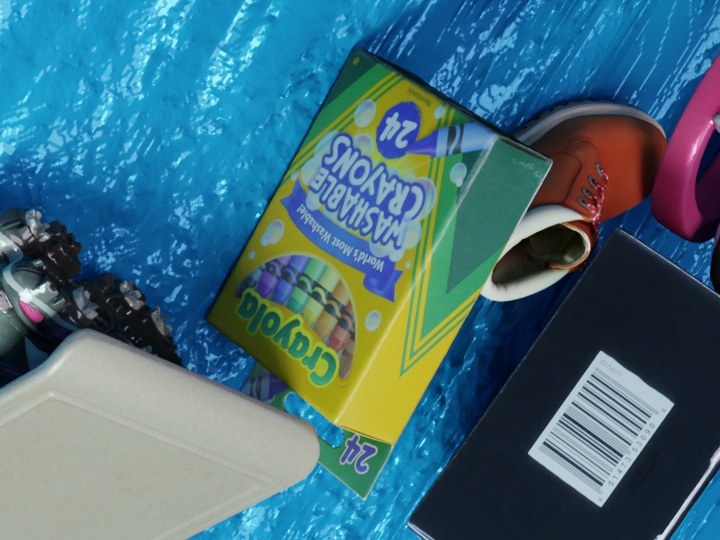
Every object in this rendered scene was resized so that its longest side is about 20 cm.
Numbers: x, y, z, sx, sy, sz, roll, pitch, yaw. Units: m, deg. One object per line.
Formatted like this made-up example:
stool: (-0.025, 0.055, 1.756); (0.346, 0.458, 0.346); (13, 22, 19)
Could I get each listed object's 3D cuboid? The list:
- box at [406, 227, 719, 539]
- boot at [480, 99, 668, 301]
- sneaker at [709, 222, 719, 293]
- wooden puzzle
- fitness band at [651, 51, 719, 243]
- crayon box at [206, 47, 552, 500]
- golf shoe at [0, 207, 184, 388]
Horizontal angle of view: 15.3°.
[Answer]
box: (0.138, 0.098, 1.501); (0.200, 0.124, 0.197); (-54, 169, -1)
boot: (0.112, -0.034, 1.477); (0.199, 0.107, 0.075); (-20, 123, -32)
sneaker: (0.256, -0.010, 1.595); (0.200, 0.076, 0.116); (-45, 162, -41)
wooden puzzle: (-0.149, 0.102, 1.342); (0.200, 0.037, 0.185); (-33, 142, 27)
fitness band: (0.235, -0.105, 1.540); (0.200, 0.037, 0.144); (-55, 161, -9)
crayon box: (0.000, 0.000, 1.388); (0.051, 0.126, 0.201); (22, 99, -44)
golf shoe: (-0.149, 0.042, 1.344); (0.088, 0.077, 0.200); (-31, 139, 13)
